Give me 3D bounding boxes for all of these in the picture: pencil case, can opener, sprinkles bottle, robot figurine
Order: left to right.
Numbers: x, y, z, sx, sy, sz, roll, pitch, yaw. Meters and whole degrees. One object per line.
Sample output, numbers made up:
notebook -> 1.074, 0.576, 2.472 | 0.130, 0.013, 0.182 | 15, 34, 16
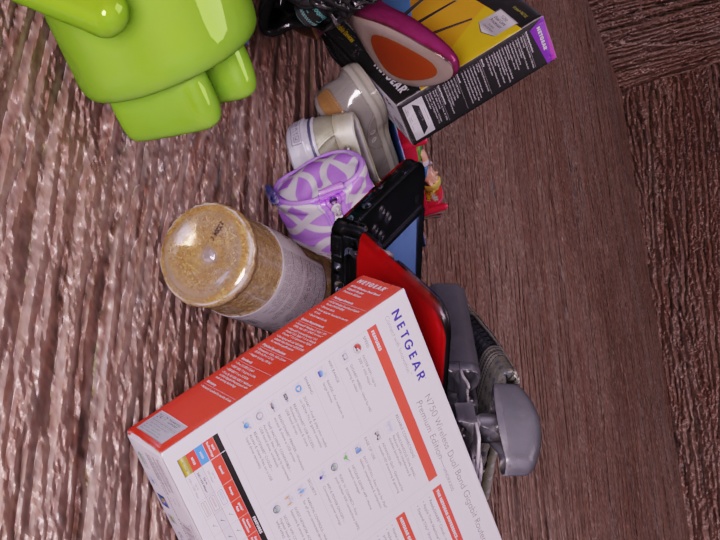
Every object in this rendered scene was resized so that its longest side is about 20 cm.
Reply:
robot figurine -> -0.133, -0.178, 0.833 | 0.176, 0.115, 0.201 | -47, 123, -46
sprinkles bottle -> -0.062, 0.007, 0.988 | 0.200, 0.068, 0.069 | 27, 51, -67
pencil case -> 0.000, 0.000, 1.158 | 0.085, 0.084, 0.201 | 37, -24, 59
can opener -> 0.084, 0.081, 1.023 | 0.201, 0.066, 0.054 | -94, -175, -57

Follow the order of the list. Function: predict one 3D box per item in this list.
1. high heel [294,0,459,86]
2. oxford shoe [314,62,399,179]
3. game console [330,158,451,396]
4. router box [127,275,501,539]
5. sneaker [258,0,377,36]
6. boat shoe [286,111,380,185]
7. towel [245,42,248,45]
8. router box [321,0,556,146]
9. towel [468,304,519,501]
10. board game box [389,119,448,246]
high heel -> 0.027, -0.221, 1.219 | 0.096, 0.199, 0.068 | -44, 142, -21
oxford shoe -> -0.005, -0.117, 1.295 | 0.075, 0.058, 0.200 | 53, -6, 21
game console -> 0.042, 0.052, 1.020 | 0.172, 0.118, 0.202 | -45, 145, -48
router box -> -0.020, 0.136, 0.872 | 0.179, 0.049, 0.201 | -32, 115, -24
sneaker -> -0.006, -0.228, 1.152 | 0.075, 0.199, 0.080 | 41, 62, -36
boat shoe -> 0.000, -0.050, 1.235 | 0.072, 0.061, 0.201 | -86, 156, -44
towel -> -0.122, -0.258, 1.041 | 0.112, 0.048, 0.202 | 50, 31, -53
router box -> 0.061, -0.208, 1.287 | 0.200, 0.148, 0.051 | 52, -8, 51
towel -> 0.080, 0.142, 1.147 | 0.193, 0.034, 0.202 | -121, -137, -73
board game box -> 0.054, -0.103, 1.380 | 0.200, 0.039, 0.160 | 157, -82, -88
